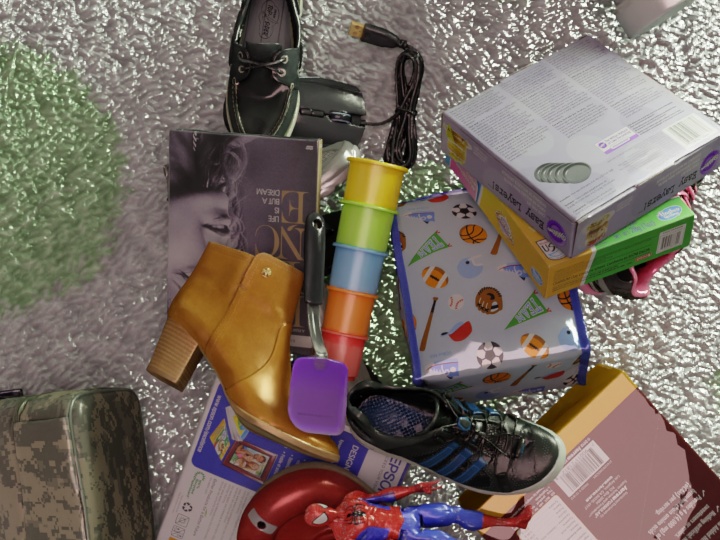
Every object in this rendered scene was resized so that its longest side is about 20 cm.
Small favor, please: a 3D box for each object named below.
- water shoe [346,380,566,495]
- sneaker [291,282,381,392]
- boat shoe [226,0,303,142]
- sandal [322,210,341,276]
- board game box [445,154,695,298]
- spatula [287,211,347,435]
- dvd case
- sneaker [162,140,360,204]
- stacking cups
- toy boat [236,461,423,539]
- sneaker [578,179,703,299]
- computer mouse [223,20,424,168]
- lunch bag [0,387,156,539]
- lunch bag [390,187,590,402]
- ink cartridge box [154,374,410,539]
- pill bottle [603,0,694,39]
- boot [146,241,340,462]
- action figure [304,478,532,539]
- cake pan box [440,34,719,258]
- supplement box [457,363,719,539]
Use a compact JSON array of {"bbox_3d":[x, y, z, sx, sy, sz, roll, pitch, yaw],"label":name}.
[{"bbox_3d":[0.080,0.146,1.147,0.197,0.079,0.072,10,71,12],"label":"water shoe"},{"bbox_3d":[-0.025,0.108,1.273,0.072,0.072,0.202,-25,91,20],"label":"sneaker"},{"bbox_3d":[-0.090,-0.206,1.242,0.073,0.066,0.202,8,68,7],"label":"boat shoe"},{"bbox_3d":[-0.089,-0.020,1.265,0.197,0.076,0.045,-15,132,2],"label":"sandal"},{"bbox_3d":[0.187,-0.077,1.209,0.151,0.041,0.201,-19,49,-15],"label":"board game box"},{"bbox_3d":[-0.039,0.043,1.158,0.056,0.021,0.203,8,66,-26],"label":"spatula"},{"bbox_3d":[-0.110,-0.026,1.225,0.146,0.016,0.203,5,103,14],"label":"dvd case"},{"bbox_3d":[-0.098,-0.091,1.252,0.197,0.075,0.083,-18,106,6],"label":"sneaker"},{"bbox_3d":[0.000,0.000,1.215,0.060,0.061,0.203,9,93,0],"label":"stacking cups"},{"bbox_3d":[-0.021,0.269,1.168,0.199,0.131,0.131,38,108,-6],"label":"toy boat"},{"bbox_3d":[0.286,-0.052,1.242,0.079,0.095,0.201,41,81,-32],"label":"sneaker"},{"bbox_3d":[-0.032,-0.178,1.283,0.197,0.046,0.143,12,90,0],"label":"computer mouse"},{"bbox_3d":[-0.295,0.209,1.232,0.165,0.139,0.203,-9,86,18],"label":"lunch bag"},{"bbox_3d":[0.117,0.016,1.240,0.167,0.124,0.203,-10,66,0],"label":"lunch bag"},{"bbox_3d":[-0.073,0.210,1.248,0.198,0.047,0.200,22,109,-2],"label":"ink cartridge box"},{"bbox_3d":[0.246,-0.332,1.252,0.113,0.114,0.202,-31,89,0],"label":"pill bottle"},{"bbox_3d":[-0.079,0.068,1.172,0.199,0.071,0.145,28,76,5],"label":"boot"},{"bbox_3d":[0.050,0.218,1.129,0.197,0.052,0.066,5,60,-4],"label":"action figure"},{"bbox_3d":[0.201,-0.120,1.186,0.199,0.053,0.184,-30,54,-24],"label":"cake pan box"},{"bbox_3d":[0.232,0.229,1.232,0.197,0.133,0.200,-43,89,-1],"label":"supplement box"}]
